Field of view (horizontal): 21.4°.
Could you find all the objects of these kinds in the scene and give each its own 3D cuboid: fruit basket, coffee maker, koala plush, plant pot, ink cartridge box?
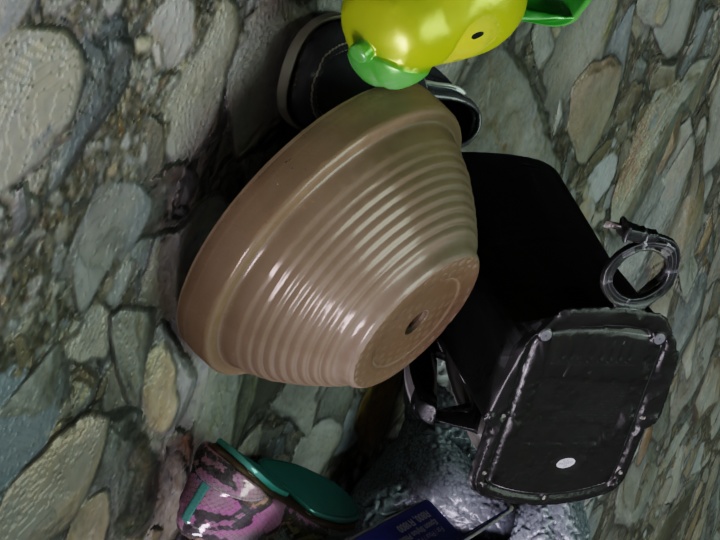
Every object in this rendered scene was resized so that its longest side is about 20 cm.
[{"bbox_3d":[0.074,-0.182,1.045,0.216,0.154,0.217,-167,-90,-80],"label":"fruit basket"},{"bbox_3d":[0.108,0.011,1.166,0.134,0.200,0.192,25,113,-33],"label":"coffee maker"},{"bbox_3d":[0.075,0.113,1.356,0.177,0.182,0.202,2,90,-83],"label":"koala plush"},{"bbox_3d":[0.000,0.000,1.072,0.201,0.093,0.201,-38,159,-18],"label":"plant pot"},{"bbox_3d":[-0.026,0.199,1.181,0.200,0.043,0.196,-36,171,27],"label":"ink cartridge box"}]

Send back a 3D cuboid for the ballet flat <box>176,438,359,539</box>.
[{"bbox_3d":[-0.064,0.151,1.179,0.071,0.069,0.200,-51,157,2],"label":"ballet flat"}]

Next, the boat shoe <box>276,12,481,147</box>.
[{"bbox_3d":[0.016,-0.105,1.137,0.200,0.062,0.073,7,103,-66],"label":"boat shoe"}]
